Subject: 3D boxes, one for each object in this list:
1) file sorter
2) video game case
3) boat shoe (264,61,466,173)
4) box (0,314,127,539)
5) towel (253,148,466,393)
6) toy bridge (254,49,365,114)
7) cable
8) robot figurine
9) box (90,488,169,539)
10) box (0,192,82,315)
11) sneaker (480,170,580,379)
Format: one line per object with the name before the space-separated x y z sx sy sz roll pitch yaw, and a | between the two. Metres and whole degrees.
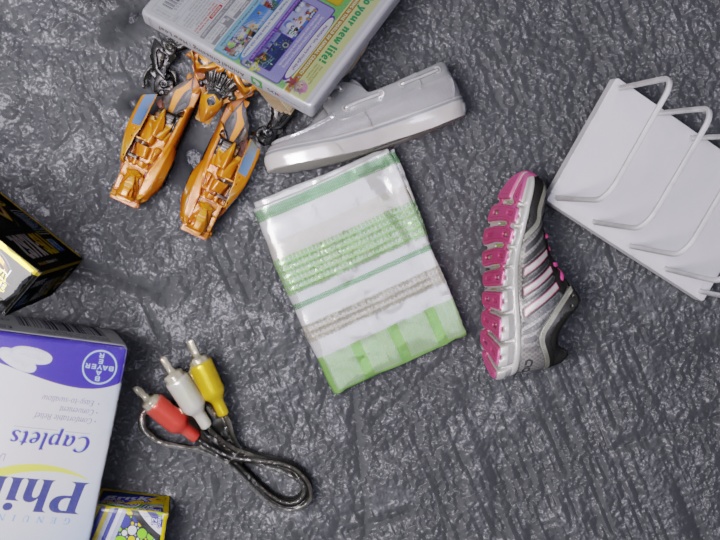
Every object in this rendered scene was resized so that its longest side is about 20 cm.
file sorter | 0.306 -0.073 0.948 0.200 0.125 0.139 31 89 -14
video game case | -0.064 -0.256 0.902 0.182 0.022 0.200 31 72 12
boat shoe | 0.000 -0.145 0.942 0.200 0.072 0.069 -19 91 -6
box | -0.314 0.141 0.869 0.184 0.105 0.200 10 92 -24
towel | 0.000 0.000 0.972 0.149 0.031 0.200 -23 97 -4
toy bridge | -0.020 -0.225 0.939 0.200 0.027 0.067 -58 138 -16
cable | -0.132 0.165 0.945 0.097 0.050 0.200 -40 95 -3
robot figurine | -0.143 -0.137 0.928 0.145 0.058 0.200 24 89 -9
box | -0.224 0.310 0.932 0.070 0.064 0.200 8 90 -8
box | -0.322 -0.038 0.837 0.160 0.200 0.049 42 88 -7
sneaker | 0.168 0.006 0.970 0.087 0.074 0.200 3 91 -14
